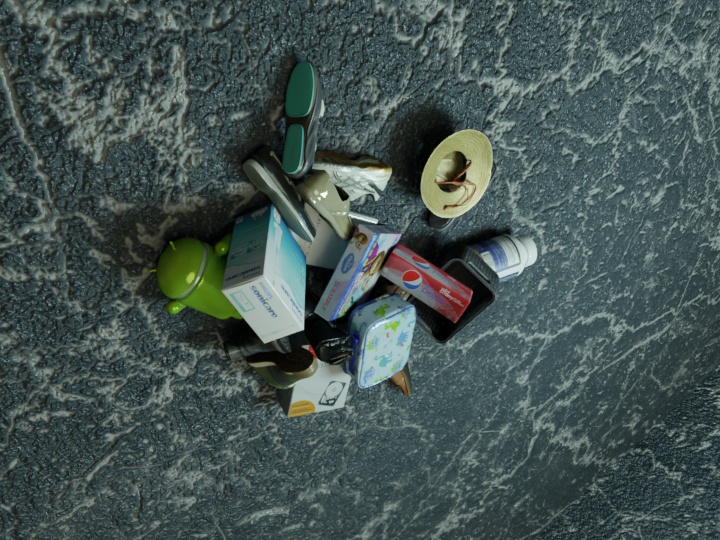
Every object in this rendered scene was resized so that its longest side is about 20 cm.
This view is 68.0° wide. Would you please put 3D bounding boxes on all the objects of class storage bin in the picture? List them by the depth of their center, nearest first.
[{"bbox_3d":[0.214,0.056,1.255,0.135,0.094,0.200,42,121,-1],"label":"storage bin"}]

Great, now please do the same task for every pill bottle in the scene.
[{"bbox_3d":[0.342,-0.027,1.345,0.197,0.111,0.112,-17,126,-22],"label":"pill bottle"}]

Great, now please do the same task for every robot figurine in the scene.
[{"bbox_3d":[-0.283,0.016,0.982,0.176,0.116,0.199,-46,132,16],"label":"robot figurine"}]

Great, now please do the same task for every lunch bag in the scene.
[{"bbox_3d":[0.039,0.156,1.191,0.159,0.082,0.202,-21,132,-34],"label":"lunch bag"}]

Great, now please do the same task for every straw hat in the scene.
[{"bbox_3d":[0.186,-0.219,1.151,0.198,0.085,0.203,-17,130,-22],"label":"straw hat"}]

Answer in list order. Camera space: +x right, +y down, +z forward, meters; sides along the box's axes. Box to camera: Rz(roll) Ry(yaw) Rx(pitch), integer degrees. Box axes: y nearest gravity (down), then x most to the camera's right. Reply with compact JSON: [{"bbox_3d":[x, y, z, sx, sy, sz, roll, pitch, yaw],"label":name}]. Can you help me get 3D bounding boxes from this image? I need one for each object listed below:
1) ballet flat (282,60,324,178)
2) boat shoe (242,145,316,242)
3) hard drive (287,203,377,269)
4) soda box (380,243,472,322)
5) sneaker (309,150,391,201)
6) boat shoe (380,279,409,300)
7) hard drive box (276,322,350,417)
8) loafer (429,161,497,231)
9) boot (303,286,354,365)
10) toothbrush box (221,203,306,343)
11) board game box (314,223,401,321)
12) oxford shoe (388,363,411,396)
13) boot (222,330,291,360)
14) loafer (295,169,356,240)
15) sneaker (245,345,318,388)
[{"bbox_3d":[-0.100,-0.264,0.954,0.072,0.073,0.204,5,95,-33],"label":"ballet flat"},{"bbox_3d":[-0.135,-0.139,0.996,0.060,0.075,0.201,-49,127,-22],"label":"boat shoe"},{"bbox_3d":[-0.069,-0.071,1.121,0.198,0.026,0.133,11,111,-36],"label":"hard drive"},{"bbox_3d":[0.146,0.026,1.172,0.198,0.070,0.064,32,115,5],"label":"soda box"},{"bbox_3d":[-0.031,-0.177,1.050,0.197,0.076,0.089,3,123,-28],"label":"sneaker"},{"bbox_3d":[0.078,0.048,1.265,0.068,0.072,0.201,37,102,-14],"label":"boat shoe"},{"bbox_3d":[-0.101,0.231,1.251,0.154,0.077,0.203,-3,119,-31],"label":"hard drive box"},{"bbox_3d":[0.237,-0.171,1.234,0.200,0.072,0.063,-48,159,7],"label":"loafer"},{"bbox_3d":[-0.106,0.103,1.109,0.076,0.168,0.200,-46,131,7],"label":"boot"},{"bbox_3d":[-0.167,0.003,0.967,0.084,0.202,0.147,-20,131,12],"label":"toothbrush box"},{"bbox_3d":[0.000,0.000,1.126,0.202,0.041,0.199,-62,165,13],"label":"board game box"},{"bbox_3d":[0.093,0.267,1.412,0.070,0.072,0.202,-14,130,11],"label":"oxford shoe"},{"bbox_3d":[-0.208,0.146,1.056,0.130,0.200,0.071,-17,84,-10],"label":"boot"},{"bbox_3d":[-0.048,-0.121,1.013,0.068,0.076,0.200,-45,152,1],"label":"loafer"},{"bbox_3d":[-0.152,0.212,1.138,0.067,0.198,0.090,-56,130,-35],"label":"sneaker"}]
